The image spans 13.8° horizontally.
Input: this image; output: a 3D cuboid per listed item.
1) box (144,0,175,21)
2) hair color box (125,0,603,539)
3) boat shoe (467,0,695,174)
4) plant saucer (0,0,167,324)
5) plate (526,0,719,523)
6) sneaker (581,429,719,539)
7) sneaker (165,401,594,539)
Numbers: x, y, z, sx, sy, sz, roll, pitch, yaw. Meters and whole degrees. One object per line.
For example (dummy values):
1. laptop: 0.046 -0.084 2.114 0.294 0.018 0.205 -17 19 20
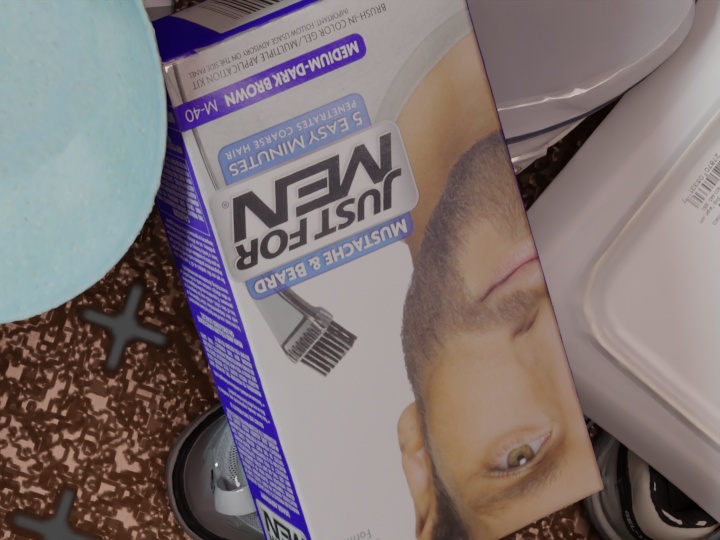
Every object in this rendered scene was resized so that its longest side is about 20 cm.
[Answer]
1. box: -0.152 -0.131 1.137 0.155 0.041 0.201 -5 86 -9
2. hair color box: 0.000 0.000 0.995 0.109 0.065 0.201 -24 111 -18
3. boat shoe: 0.031 -0.053 1.073 0.199 0.066 0.072 -31 61 -3
4. plant saucer: -0.147 -0.077 0.961 0.200 0.039 0.202 11 124 16
5. plate: 0.170 0.001 1.074 0.200 0.032 0.200 38 99 -5
6. sneaker: 0.167 0.030 1.153 0.075 0.088 0.200 35 81 -4
7. sneaker: 0.026 0.055 1.115 0.199 0.115 0.076 -21 90 -9
